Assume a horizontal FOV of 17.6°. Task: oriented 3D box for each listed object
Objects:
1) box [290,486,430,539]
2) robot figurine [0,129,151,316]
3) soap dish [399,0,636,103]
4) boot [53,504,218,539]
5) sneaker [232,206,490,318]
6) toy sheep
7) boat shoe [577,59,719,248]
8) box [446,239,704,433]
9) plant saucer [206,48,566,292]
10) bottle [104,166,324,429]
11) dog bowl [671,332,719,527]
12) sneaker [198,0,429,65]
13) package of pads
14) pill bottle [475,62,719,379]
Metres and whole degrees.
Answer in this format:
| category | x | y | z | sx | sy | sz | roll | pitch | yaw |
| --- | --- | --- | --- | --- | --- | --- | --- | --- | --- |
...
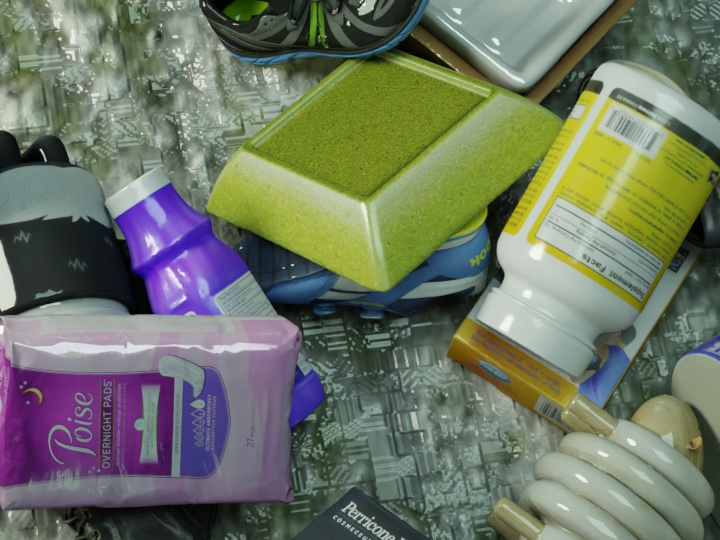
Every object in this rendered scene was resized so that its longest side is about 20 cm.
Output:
| category | x | y | z | sx | sy | sz | roll | pitch | yaw |
| --- | --- | --- | --- | --- | --- | --- | --- | --- | --- |
| box | -0.001 | 0.274 | 1.467 | 0.200 | 0.118 | 0.196 | -38 | 45 | -22 |
| robot figurine | -0.224 | 0.007 | 1.601 | 0.149 | 0.125 | 0.201 | -15 | 68 | -7 |
| soap dish | 0.090 | -0.215 | 1.766 | 0.200 | 0.081 | 0.157 | 40 | 67 | 10 |
| boot | -0.176 | 0.192 | 1.551 | 0.198 | 0.069 | 0.175 | 7 | 65 | -6 |
| sneaker | 0.000 | 0.000 | 1.658 | 0.198 | 0.083 | 0.074 | -9 | 44 | 13 |
| toy sheep | 0.164 | 0.170 | 1.577 | 0.138 | 0.138 | 0.200 | 36 | 81 | 9 |
| boat shoe | 0.217 | -0.085 | 1.702 | 0.064 | 0.072 | 0.200 | -14 | 48 | -33 |
| box | 0.164 | 0.011 | 1.695 | 0.119 | 0.042 | 0.201 | 32 | 68 | 7 |
| plant saucer | 0.012 | -0.090 | 1.654 | 0.200 | 0.048 | 0.199 | -40 | 42 | -25 |
| bottle | -0.103 | 0.025 | 1.602 | 0.065 | 0.084 | 0.201 | -32 | 93 | 22 |
| dog bowl | 0.295 | 0.127 | 1.571 | 0.078 | 0.200 | 0.201 | -25 | 71 | -16 |
| sneaker | -0.033 | -0.198 | 1.692 | 0.198 | 0.083 | 0.071 | -7 | 62 | 32 |
| package of pads | -0.139 | 0.089 | 1.507 | 0.198 | 0.076 | 0.122 | 0 | 101 | -14 |
| pill bottle | 0.165 | -0.032 | 1.608 | 0.112 | 0.112 | 0.201 | 31 | 90 | 7 |
